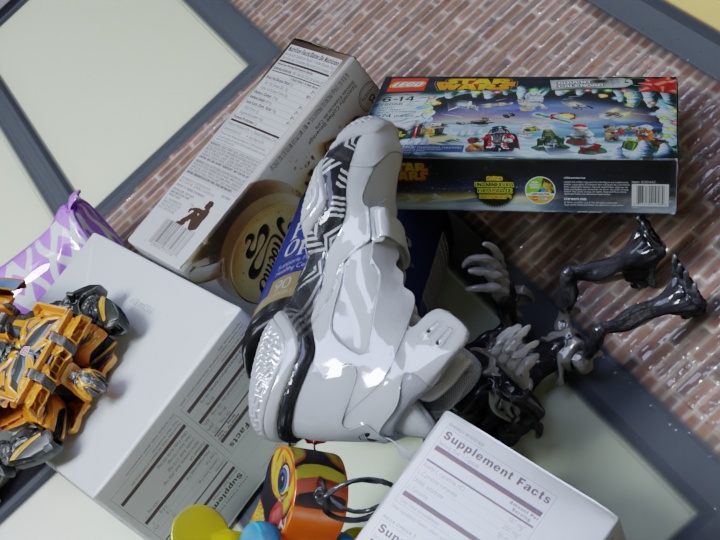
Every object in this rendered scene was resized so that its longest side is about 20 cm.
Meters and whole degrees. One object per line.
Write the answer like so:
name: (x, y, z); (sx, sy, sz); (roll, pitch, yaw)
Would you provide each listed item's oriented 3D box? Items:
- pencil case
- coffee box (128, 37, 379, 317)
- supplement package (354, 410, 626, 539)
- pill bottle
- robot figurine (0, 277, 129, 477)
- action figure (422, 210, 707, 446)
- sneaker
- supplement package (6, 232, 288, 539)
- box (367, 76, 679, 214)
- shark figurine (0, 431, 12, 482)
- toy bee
pencil case: (-0.285, 0.024, 1.224); (0.200, 0.086, 0.084); (-36, 13, 5)
coffee box: (-0.058, -0.057, 1.089); (0.200, 0.113, 0.080); (-52, 41, -12)
supplement package: (0.042, 0.195, 0.765); (0.109, 0.114, 0.200); (31, 77, 26)
pill bottle: (0.000, 0.000, 0.981); (0.112, 0.112, 0.200); (-15, 36, 29)
robot figurine: (-0.246, 0.064, 1.005); (0.200, 0.058, 0.145); (3, 58, 42)
action figure: (0.100, 0.039, 0.887); (0.200, 0.102, 0.119); (-33, 42, 7)
sneaker: (0.018, 0.012, 0.835); (0.115, 0.075, 0.201); (13, 71, 16)
supplement package: (-0.154, 0.088, 1.041); (0.200, 0.111, 0.156); (23, 72, 49)
box: (0.102, -0.083, 0.944); (0.199, 0.040, 0.137); (1, 28, 11)
shark figurine: (-0.323, 0.157, 1.140); (0.215, 0.090, 0.128); (-50, 42, -6)
toy bee: (-0.032, 0.150, 0.875); (0.200, 0.131, 0.109); (-39, 39, 26)
